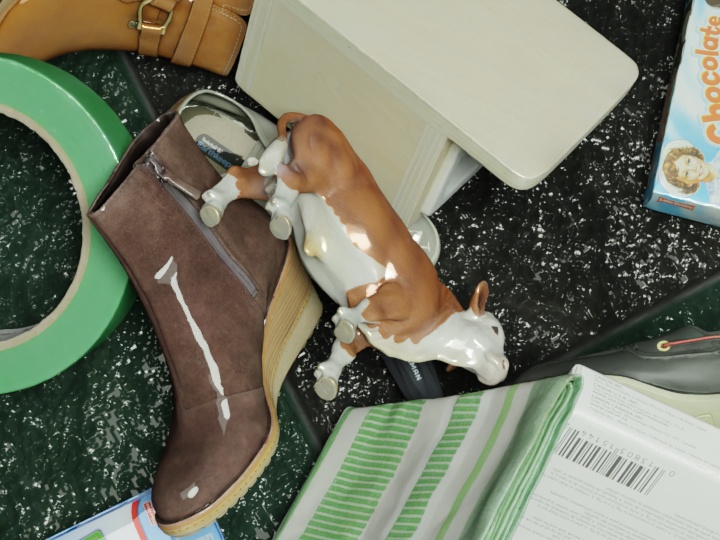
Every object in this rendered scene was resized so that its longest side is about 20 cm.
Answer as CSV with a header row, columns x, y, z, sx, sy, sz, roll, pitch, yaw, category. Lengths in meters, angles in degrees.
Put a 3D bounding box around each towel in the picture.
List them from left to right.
x,y,z,sx,sy,sz,roll,pitch,yaw,category
0.020,0.125,0.778,0.023,0.200,0.153,43,59,-20,towel

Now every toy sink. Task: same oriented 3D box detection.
x,y,z,sx,sy,sz,roll,pitch,yaw,category
0.044,-0.115,0.870,0.200,0.112,0.130,39,56,11,toy sink

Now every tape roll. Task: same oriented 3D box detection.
x,y,z,sx,sy,sz,roll,pitch,yaw,category
-0.225,-0.028,0.852,0.199,0.048,0.202,1,98,6,tape roll

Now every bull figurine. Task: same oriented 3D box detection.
x,y,z,sx,sy,sz,roll,pitch,yaw,category
0.000,0.000,0.819,0.200,0.065,0.121,52,38,4,bull figurine

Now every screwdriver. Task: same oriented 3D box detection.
x,y,z,sx,sy,sz,roll,pitch,yaw,category
0.004,-0.006,0.872,0.029,0.028,0.201,-18,99,23,screwdriver

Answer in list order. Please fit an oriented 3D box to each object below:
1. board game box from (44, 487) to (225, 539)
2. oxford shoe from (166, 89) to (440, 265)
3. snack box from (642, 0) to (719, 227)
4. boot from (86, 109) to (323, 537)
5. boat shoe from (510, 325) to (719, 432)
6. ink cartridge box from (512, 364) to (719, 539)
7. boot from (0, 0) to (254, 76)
x,y,z,sx,sy,sz,roll,pitch,yaw,category
-0.156,0.228,0.834,0.199,0.037,0.152,-25,78,-9,board game box
-0.041,-0.050,0.897,0.199,0.058,0.075,30,73,4,oxford shoe
0.261,-0.124,0.931,0.115,0.037,0.201,14,76,2,snack box
-0.106,0.029,0.812,0.167,0.072,0.201,51,45,-30,boot
0.180,0.070,0.805,0.200,0.074,0.063,-4,40,18,boat shoe
0.170,0.163,0.809,0.199,0.177,0.045,25,38,-2,ink cartridge box
-0.154,-0.155,0.900,0.154,0.074,0.200,22,120,-22,boot
